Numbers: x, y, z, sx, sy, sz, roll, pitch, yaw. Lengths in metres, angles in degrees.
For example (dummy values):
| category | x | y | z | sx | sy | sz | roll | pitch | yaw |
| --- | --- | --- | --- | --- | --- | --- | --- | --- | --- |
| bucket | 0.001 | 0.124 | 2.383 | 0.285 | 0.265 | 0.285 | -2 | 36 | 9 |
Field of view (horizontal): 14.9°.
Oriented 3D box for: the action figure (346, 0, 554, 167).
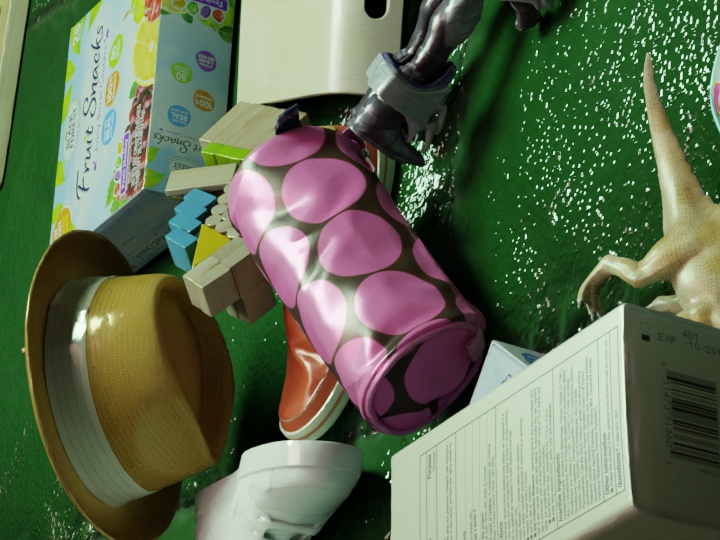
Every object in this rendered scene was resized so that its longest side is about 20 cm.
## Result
| category | x | y | z | sx | sy | sz | roll | pitch | yaw |
| --- | --- | --- | --- | --- | --- | --- | --- | --- | --- |
| action figure | 0.059 | -0.163 | 1.603 | 0.201 | 0.069 | 0.130 | -62 | 21 | 18 |

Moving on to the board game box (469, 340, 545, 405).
| category | x | y | z | sx | sy | sz | roll | pitch | yaw |
| --- | --- | --- | --- | --- | --- | --- | --- | --- | --- |
| board game box | 0.090 | 0.160 | 1.388 | 0.199 | 0.041 | 0.201 | 37 | 109 | 62 |

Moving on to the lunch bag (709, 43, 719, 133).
| category | x | y | z | sx | sy | sz | roll | pitch | yaw |
| --- | --- | --- | --- | --- | --- | --- | --- | --- | --- |
| lunch bag | 0.239 | -0.100 | 1.187 | 0.200 | 0.077 | 0.161 | -56 | 31 | 34 |

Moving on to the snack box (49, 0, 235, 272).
| category | x | y | z | sx | sy | sz | roll | pitch | yaw |
| --- | --- | --- | --- | --- | --- | --- | --- | --- | --- |
| snack box | -0.159 | -0.113 | 2.011 | 0.168 | 0.067 | 0.201 | -32 | 48 | 55 |

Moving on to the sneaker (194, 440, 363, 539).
| category | x | y | z | sx | sy | sz | roll | pitch | yaw |
| --- | --- | --- | --- | --- | --- | --- | --- | --- | --- |
| sneaker | -0.051 | 0.173 | 1.644 | 0.200 | 0.073 | 0.116 | 137 | 139 | -63 |

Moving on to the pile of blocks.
| category | x | y | z | sx | sy | sz | roll | pitch | yaw |
| --- | --- | --- | --- | --- | --- | --- | --- | --- | --- |
| pile of blocks | -0.080 | -0.026 | 1.753 | 0.201 | 0.082 | 0.062 | -72 | -28 | -50 |

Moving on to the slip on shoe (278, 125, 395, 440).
| category | x | y | z | sx | sy | sz | roll | pitch | yaw |
| --- | --- | --- | --- | --- | --- | --- | --- | --- | --- |
| slip on shoe | -0.028 | 0.006 | 1.690 | 0.074 | 0.061 | 0.201 | -5 | 74 | 61 |

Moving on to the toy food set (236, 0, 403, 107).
| category | x | y | z | sx | sy | sz | roll | pitch | yaw |
| --- | --- | --- | --- | --- | --- | --- | --- | --- | --- |
| toy food set | -0.023 | -0.179 | 1.799 | 0.200 | 0.060 | 0.145 | 178 | 96 | -66 |

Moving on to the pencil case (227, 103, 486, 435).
| category | x | y | z | sx | sy | sz | roll | pitch | yaw |
| --- | --- | --- | --- | --- | --- | --- | --- | --- | --- |
| pencil case | 0.000 | 0.000 | 1.573 | 0.200 | 0.093 | 0.091 | 56 | 166 | 38 |

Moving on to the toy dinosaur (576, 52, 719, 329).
| category | x | y | z | sx | sy | sz | roll | pitch | yaw |
| --- | --- | --- | --- | --- | --- | --- | --- | --- | --- |
| toy dinosaur | 0.160 | -0.001 | 1.341 | 0.101 | 0.058 | 0.201 | -42 | 47 | 26 |

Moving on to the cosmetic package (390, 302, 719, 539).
| category | x | y | z | sx | sy | sz | roll | pitch | yaw |
| --- | --- | --- | --- | --- | --- | --- | --- | --- | --- |
| cosmetic package | 0.094 | 0.105 | 1.283 | 0.200 | 0.071 | 0.106 | -36 | 46 | 51 |

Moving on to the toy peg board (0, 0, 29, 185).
| category | x | y | z | sx | sy | sz | roll | pitch | yaw |
| --- | --- | --- | --- | --- | --- | --- | --- | --- | --- |
| toy peg board | -0.386 | -0.154 | 2.458 | 0.199 | 0.097 | 0.201 | -25 | 54 | 58 |

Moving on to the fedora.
| category | x | y | z | sx | sy | sz | roll | pitch | yaw |
| --- | --- | --- | --- | --- | --- | --- | --- | --- | --- |
| fedora | -0.133 | 0.068 | 1.709 | 0.081 | 0.201 | 0.202 | -13 | 59 | 23 |
